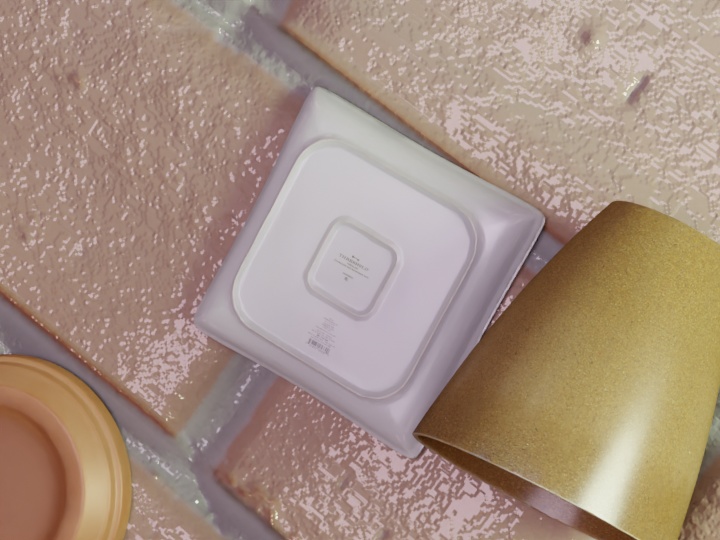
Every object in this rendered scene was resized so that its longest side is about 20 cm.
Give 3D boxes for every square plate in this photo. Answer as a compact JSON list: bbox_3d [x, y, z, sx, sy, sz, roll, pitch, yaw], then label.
[{"bbox_3d":[0.000,0.000,1.719,0.200,0.028,0.198,31,97,18],"label":"square plate"}]

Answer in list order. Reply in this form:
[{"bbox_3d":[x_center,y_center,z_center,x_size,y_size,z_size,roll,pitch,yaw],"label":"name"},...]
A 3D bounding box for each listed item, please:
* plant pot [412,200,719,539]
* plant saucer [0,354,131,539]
[{"bbox_3d":[0.161,0.063,1.597,0.186,0.186,0.200,25,81,19],"label":"plant pot"},{"bbox_3d":[-0.267,0.162,1.802,0.200,0.037,0.200,-1,88,19],"label":"plant saucer"}]
